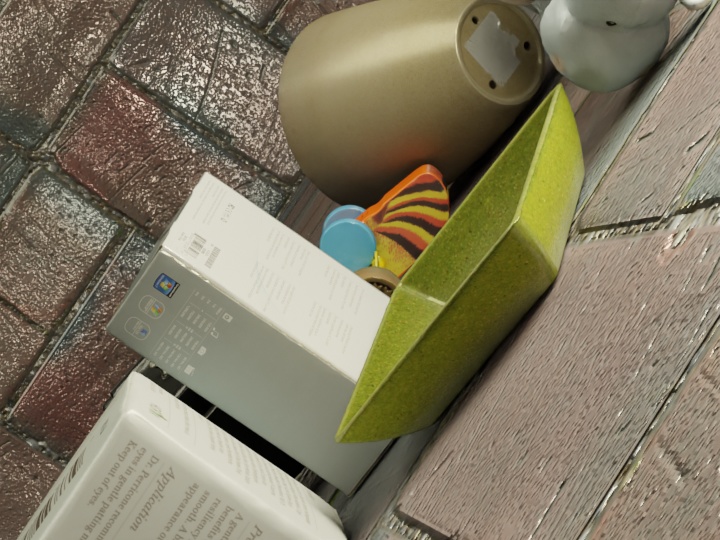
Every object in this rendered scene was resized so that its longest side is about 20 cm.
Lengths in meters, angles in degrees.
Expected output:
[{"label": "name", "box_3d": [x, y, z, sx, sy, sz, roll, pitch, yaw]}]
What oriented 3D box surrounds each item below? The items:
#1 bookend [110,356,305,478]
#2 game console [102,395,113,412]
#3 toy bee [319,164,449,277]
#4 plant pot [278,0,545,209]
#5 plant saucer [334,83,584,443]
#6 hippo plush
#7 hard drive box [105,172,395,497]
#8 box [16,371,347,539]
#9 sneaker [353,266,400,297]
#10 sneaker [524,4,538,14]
[{"label": "bookend", "box_3d": [-0.152, 0.141, 1.624, 0.199, 0.092, 0.200, -48, 28, 2]}, {"label": "game console", "box_3d": [-0.118, 0.096, 1.884, 0.200, 0.119, 0.170, -47, 36, -13]}, {"label": "toy bee", "box_3d": [0.000, 0.000, 1.766, 0.199, 0.109, 0.131, -23, 14, 29]}, {"label": "plant pot", "box_3d": [0.059, -0.158, 1.790, 0.200, 0.187, 0.188, -19, 34, 55]}, {"label": "plant saucer", "box_3d": [0.074, 0.005, 1.323, 0.200, 0.048, 0.200, -52, 8, 31]}, {"label": "hippo plush", "box_3d": [0.177, -0.205, 1.375, 0.161, 0.158, 0.201, -110, 32, -45]}, {"label": "hard drive box", "box_3d": [-0.058, 0.039, 1.446, 0.077, 0.199, 0.156, -53, 6, 22]}, {"label": "box", "box_3d": [-0.127, 0.196, 1.296, 0.200, 0.171, 0.200, -55, 6, 1]}, {"label": "sneaker", "box_3d": [-0.029, 0.062, 1.701, 0.201, 0.067, 0.090, -56, 11, 26]}, {"label": "sneaker", "box_3d": [0.194, -0.288, 1.841, 0.116, 0.074, 0.200, -55, 16, -11]}]
